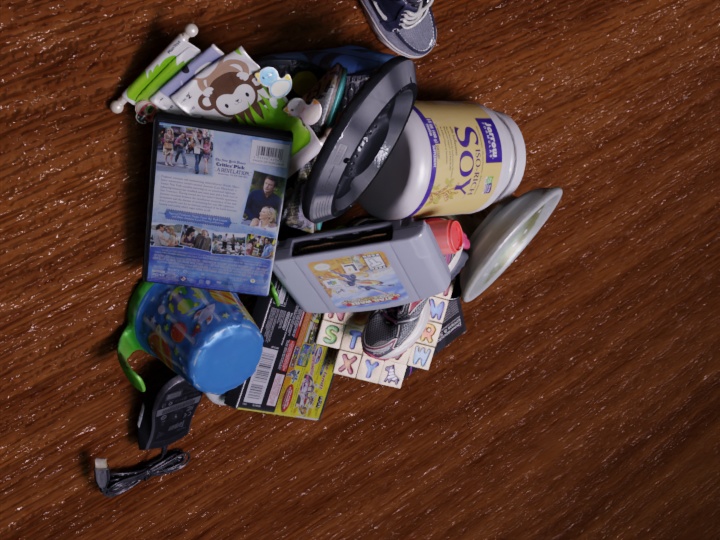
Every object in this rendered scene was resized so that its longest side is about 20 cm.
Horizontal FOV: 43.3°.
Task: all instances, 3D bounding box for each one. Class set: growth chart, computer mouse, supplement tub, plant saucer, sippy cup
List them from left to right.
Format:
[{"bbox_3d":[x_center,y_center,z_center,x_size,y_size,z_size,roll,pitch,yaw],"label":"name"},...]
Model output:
[{"bbox_3d":[-0.272,0.198,1.135,0.140,0.046,0.201,-19,141,-37],"label":"computer mouse"},{"bbox_3d":[-0.183,0.071,1.056,0.139,0.130,0.178,27,98,-49],"label":"sippy cup"},{"bbox_3d":[-0.135,-0.159,0.932,0.200,0.018,0.145,36,113,-23],"label":"growth chart"},{"bbox_3d":[0.097,-0.141,1.145,0.199,0.145,0.146,-8,124,-38],"label":"supplement tub"},{"bbox_3d":[0.192,-0.047,1.233,0.200,0.050,0.200,-44,167,-13],"label":"plant saucer"}]

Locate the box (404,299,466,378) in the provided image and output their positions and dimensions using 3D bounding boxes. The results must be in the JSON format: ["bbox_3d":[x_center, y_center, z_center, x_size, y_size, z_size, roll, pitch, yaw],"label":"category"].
[{"bbox_3d":[0.084,0.061,1.363,0.143,0.036,0.201,-35,135,-18],"label":"box"}]

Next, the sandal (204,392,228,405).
[{"bbox_3d":[-0.135,0.108,1.188,0.202,0.050,0.083,-34,129,-40],"label":"sandal"}]

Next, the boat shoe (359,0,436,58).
[{"bbox_3d":[0.050,-0.300,1.028,0.075,0.093,0.200,-51,139,1],"label":"boat shoe"}]

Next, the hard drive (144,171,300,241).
[{"bbox_3d":[-0.140,-0.088,1.047,0.199,0.042,0.136,2,117,-43],"label":"hard drive"}]

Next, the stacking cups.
[{"bbox_3d":[0.026,-0.031,1.112,0.060,0.199,0.061,11,77,-57],"label":"stacking cups"}]

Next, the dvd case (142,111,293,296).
[{"bbox_3d":[-0.156,-0.066,0.968,0.142,0.018,0.201,8,122,-8],"label":"dvd case"}]

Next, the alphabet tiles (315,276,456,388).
[{"bbox_3d":[0.035,0.052,1.211,0.165,0.006,0.201,15,94,-16],"label":"alphabet tiles"}]

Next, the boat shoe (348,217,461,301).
[{"bbox_3d":[0.065,-0.013,1.243,0.199,0.062,0.075,31,88,-28],"label":"boat shoe"}]

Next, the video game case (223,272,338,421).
[{"bbox_3d":[-0.083,0.091,1.186,0.180,0.025,0.201,22,85,-54],"label":"video game case"}]

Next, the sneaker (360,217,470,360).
[{"bbox_3d":[0.057,0.020,1.156,0.201,0.080,0.075,-59,147,-1],"label":"sneaker"}]

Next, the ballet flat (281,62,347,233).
[{"bbox_3d":[-0.062,-0.135,1.004,0.072,0.072,0.201,-12,127,-36],"label":"ballet flat"}]

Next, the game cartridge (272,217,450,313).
[{"bbox_3d":[0.000,0.000,1.075,0.199,0.042,0.133,-9,140,18],"label":"game cartridge"}]

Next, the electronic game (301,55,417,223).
[{"bbox_3d":[0.000,-0.137,0.965,0.201,0.041,0.200,-55,171,-13],"label":"electronic game"}]

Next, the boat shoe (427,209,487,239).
[{"bbox_3d":[0.158,-0.067,1.317,0.063,0.073,0.200,-58,150,0],"label":"boat shoe"}]

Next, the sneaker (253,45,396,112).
[{"bbox_3d":[-0.037,-0.223,1.037,0.199,0.079,0.066,-3,128,-19],"label":"sneaker"}]
